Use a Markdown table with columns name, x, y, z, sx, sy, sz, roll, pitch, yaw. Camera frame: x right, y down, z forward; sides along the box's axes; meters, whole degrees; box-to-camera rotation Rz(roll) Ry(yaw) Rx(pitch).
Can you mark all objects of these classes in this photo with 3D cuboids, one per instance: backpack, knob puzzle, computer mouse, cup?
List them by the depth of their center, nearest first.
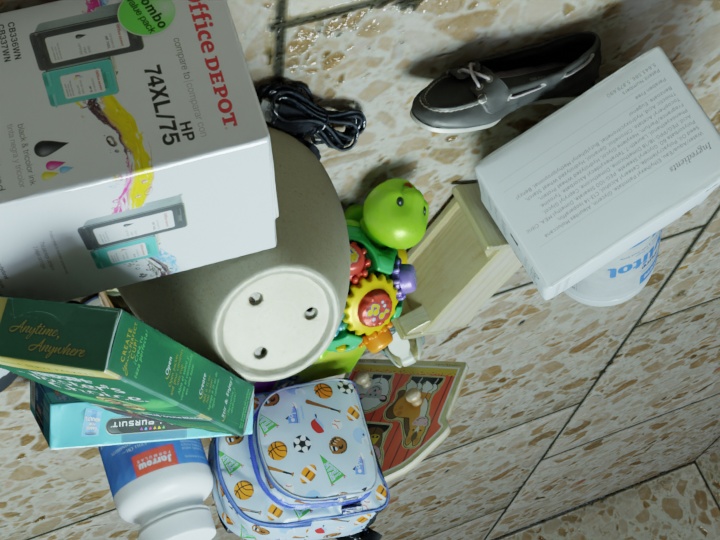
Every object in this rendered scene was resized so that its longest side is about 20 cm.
| name | x | y | z | sx | sy | sz | roll | pitch | yaw |
| --- | --- | --- | --- | --- | --- | --- | --- | --- | --- |
| cup | -0.086 | 0.006 | 0.925 | 0.199 | 0.143 | 0.202 | -12 | 125 | -18 |
| computer mouse | -0.092 | -0.075 | 1.024 | 0.200 | 0.053 | 0.138 | -37 | 153 | 27 |
| backpack | -0.075 | 0.217 | 1.329 | 0.189 | 0.201 | 0.154 | -11 | 150 | -14 |
| knob puzzle | 0.021 | 0.185 | 1.454 | 0.218 | 0.220 | 0.031 | -27 | 127 | 7 |

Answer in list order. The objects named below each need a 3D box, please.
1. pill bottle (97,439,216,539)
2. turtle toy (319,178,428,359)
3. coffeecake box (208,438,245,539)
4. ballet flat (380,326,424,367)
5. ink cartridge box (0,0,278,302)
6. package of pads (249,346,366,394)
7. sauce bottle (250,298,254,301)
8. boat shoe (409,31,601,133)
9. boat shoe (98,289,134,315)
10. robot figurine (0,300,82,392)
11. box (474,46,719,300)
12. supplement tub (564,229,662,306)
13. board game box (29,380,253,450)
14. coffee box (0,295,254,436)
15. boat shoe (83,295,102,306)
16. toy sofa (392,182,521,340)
| name | x | y | z | sx | sy | sz | roll | pitch | yaw |
| --- | --- | --- | --- | --- | --- | --- | --- | --- | --- |
| pill bottle | -0.228 | 0.211 | 1.304 | 0.111 | 0.201 | 0.112 | -20 | 156 | -9 |
| turtle toy | 0.000 | 0.000 | 1.166 | 0.145 | 0.101 | 0.201 | 17 | 101 | -38 |
| coffeecake box | -0.119 | 0.248 | 1.482 | 0.073 | 0.201 | 0.154 | -11 | 153 | -26 |
| ballet flat | 0.044 | 0.085 | 1.462 | 0.074 | 0.075 | 0.200 | -27 | 156 | 7 |
| ink cartridge box | -0.170 | -0.085 | 0.798 | 0.198 | 0.148 | 0.146 | -15 | 155 | -9 |
| package of pads | -0.055 | 0.063 | 1.324 | 0.153 | 0.069 | 0.200 | -11 | 154 | -25 |
| sauce bottle | -0.139 | 0.023 | 1.116 | 0.066 | 0.066 | 0.200 | -27 | 175 | 6 |
| boat shoe | 0.129 | -0.171 | 1.031 | 0.199 | 0.067 | 0.057 | -17 | 137 | -29 |
| boat shoe | -0.203 | -0.019 | 1.011 | 0.075 | 0.074 | 0.200 | -18 | 156 | -12 |
| robot figurine | -0.314 | 0.030 | 0.945 | 0.150 | 0.125 | 0.200 | -20 | 160 | -42 |
| box | 0.223 | -0.082 | 1.107 | 0.199 | 0.131 | 0.199 | -33 | 172 | 4 |
| supplement tub | 0.271 | -0.052 | 1.311 | 0.131 | 0.133 | 0.200 | -24 | 156 | 1 |
| board game box | -0.225 | 0.133 | 1.195 | 0.198 | 0.047 | 0.151 | -1 | -171 | -22 |
| coffee box | -0.171 | 0.069 | 0.825 | 0.122 | 0.044 | 0.200 | 6 | 163 | 22 |
| boat shoe | -0.197 | 0.072 | 1.204 | 0.199 | 0.073 | 0.072 | 2 | 146 | -44 |
| toy sofa | 0.109 | -0.011 | 1.306 | 0.097 | 0.083 | 0.200 | -10 | 152 | -36 |
